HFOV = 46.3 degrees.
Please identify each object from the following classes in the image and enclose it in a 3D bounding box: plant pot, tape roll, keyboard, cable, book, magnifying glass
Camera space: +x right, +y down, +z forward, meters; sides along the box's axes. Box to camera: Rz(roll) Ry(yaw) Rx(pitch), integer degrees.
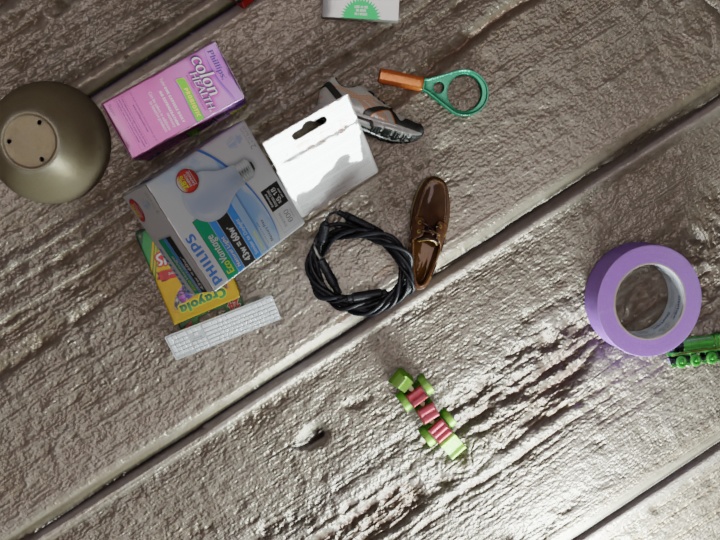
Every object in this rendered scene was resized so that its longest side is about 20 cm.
[{"bbox_3d":[-0.513,-0.205,1.352,0.197,0.134,0.204,-1,98,-6],"label":"plant pot"},{"bbox_3d":[0.514,0.051,1.538,0.196,0.066,0.204,-1,96,-6],"label":"tape roll"},{"bbox_3d":[-0.239,0.099,1.469,0.197,0.011,0.057,-22,132,-4],"label":"keyboard"},{"bbox_3d":[0.000,0.000,1.454,0.198,0.051,0.165,27,100,6],"label":"cable"},{"bbox_3d":[0.004,-0.527,1.422,0.131,0.048,0.204,2,98,-3],"label":"book"},{"bbox_3d":[0.128,-0.321,1.469,0.197,0.022,0.081,10,96,-7],"label":"magnifying glass"}]

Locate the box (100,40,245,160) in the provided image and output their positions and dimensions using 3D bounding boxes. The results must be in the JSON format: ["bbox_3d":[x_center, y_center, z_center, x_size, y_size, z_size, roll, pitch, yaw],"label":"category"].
[{"bbox_3d":[-0.290,-0.266,1.349,0.198,0.176,0.098,-30,99,-3],"label":"box"}]

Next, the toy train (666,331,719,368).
[{"bbox_3d":[0.667,0.144,1.580,0.196,0.042,0.057,-6,88,-6],"label":"toy train"}]

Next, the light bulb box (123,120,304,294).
[{"bbox_3d":[-0.234,-0.098,1.356,0.199,0.124,0.200,-40,106,-27],"label":"light bulb box"}]

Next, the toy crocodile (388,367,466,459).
[{"bbox_3d":[0.121,0.257,1.518,0.067,0.062,0.201,-35,100,-1],"label":"toy crocodile"}]

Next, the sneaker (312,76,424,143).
[{"bbox_3d":[0.020,-0.273,1.438,0.197,0.074,0.081,15,79,-15],"label":"sneaker"}]

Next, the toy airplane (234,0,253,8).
[{"bbox_3d":[-0.244,-0.534,1.340,0.198,0.141,0.202,-4,113,-39],"label":"toy airplane"}]

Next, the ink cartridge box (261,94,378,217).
[{"bbox_3d":[-0.068,-0.196,1.387,0.159,0.050,0.201,-30,143,-2],"label":"ink cartridge box"}]

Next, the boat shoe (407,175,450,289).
[{"bbox_3d":[0.120,-0.063,1.475,0.071,0.068,0.204,11,95,-8],"label":"boat shoe"}]

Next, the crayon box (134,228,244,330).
[{"bbox_3d":[-0.287,0.003,1.445,0.125,0.051,0.203,-23,99,-4],"label":"crayon box"}]
